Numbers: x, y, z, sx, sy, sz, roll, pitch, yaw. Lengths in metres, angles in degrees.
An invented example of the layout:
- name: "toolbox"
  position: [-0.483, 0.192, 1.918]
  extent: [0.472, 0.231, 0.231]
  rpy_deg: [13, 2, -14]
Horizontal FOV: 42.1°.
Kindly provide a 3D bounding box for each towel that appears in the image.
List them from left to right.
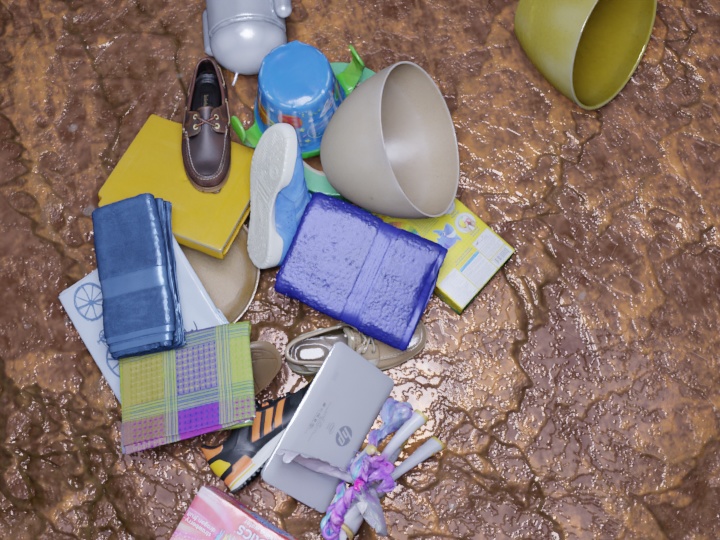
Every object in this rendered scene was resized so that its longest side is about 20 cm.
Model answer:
- name: "towel"
  position: [-0.289, 0.008, 1.216]
  extent: [0.110, 0.048, 0.202]
  rpy_deg: [-11, 84, 19]
- name: "towel"
  position: [-0.225, 0.148, 1.197]
  extent: [0.198, 0.023, 0.145]
  rpy_deg: [-16, 64, 15]
- name: "towel"
  position: [0.000, 0.000, 1.234]
  extent: [0.198, 0.050, 0.149]
  rpy_deg: [24, 88, 0]

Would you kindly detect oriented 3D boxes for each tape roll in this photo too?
- name: "tape roll"
  position: [-0.031, -0.197, 1.346]
  extent: [0.198, 0.048, 0.203]
  rpy_deg: [0, 77, 1]

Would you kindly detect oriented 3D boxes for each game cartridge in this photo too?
- name: "game cartridge"
  position: [-0.244, -0.120, 1.309]
  extent: [0.198, 0.033, 0.177]
  rpy_deg: [20, 59, 10]

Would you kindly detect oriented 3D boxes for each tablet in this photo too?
- name: "tablet"
  position: [-0.038, 0.207, 1.225]
  extent: [0.014, 0.130, 0.201]
  rpy_deg: [16, 72, 50]

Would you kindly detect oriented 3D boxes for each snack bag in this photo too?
- name: "snack bag"
  position: [-0.290, 0.057, 1.257]
  extent: [0.199, 0.021, 0.190]
  rpy_deg: [-35, 82, 12]

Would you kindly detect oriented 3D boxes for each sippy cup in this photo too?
- name: "sippy cup"
  position: [-0.084, -0.238, 1.265]
  extent: [0.138, 0.130, 0.179]
  rpy_deg: [21, 77, 5]

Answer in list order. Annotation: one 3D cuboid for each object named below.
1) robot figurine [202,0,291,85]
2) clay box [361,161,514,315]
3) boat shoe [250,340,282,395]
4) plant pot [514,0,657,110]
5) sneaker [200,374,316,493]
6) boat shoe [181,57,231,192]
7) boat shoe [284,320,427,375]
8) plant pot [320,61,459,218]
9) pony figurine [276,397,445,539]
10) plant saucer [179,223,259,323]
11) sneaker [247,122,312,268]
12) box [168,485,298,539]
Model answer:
- name: "robot figurine"
  position: [-0.167, -0.370, 1.354]
  extent: [0.169, 0.112, 0.202]
  rpy_deg: [-19, 72, 38]
- name: "clay box"
  position: [0.103, -0.048, 1.310]
  extent: [0.200, 0.048, 0.115]
  rpy_deg: [43, 80, 11]
- name: "boat shoe"
  position: [-0.195, 0.153, 1.251]
  extent: [0.199, 0.072, 0.072]
  rpy_deg: [-36, 103, 2]
- name: "plant pot"
  position: [0.304, -0.349, 1.325]
  extent: [0.142, 0.200, 0.200]
  rpy_deg: [34, 78, 35]
- name: "sneaker"
  position: [-0.125, 0.195, 1.242]
  extent: [0.090, 0.070, 0.200]
  rpy_deg: [42, 82, 8]
- name: "boat shoe"
  position: [-0.217, -0.206, 1.305]
  extent: [0.070, 0.071, 0.202]
  rpy_deg: [-4, 59, -8]
- name: "boat shoe"
  position: [-0.005, 0.103, 1.266]
  extent: [0.198, 0.065, 0.072]
  rpy_deg: [-13, 77, -3]
- name: "plant pot"
  position: [0.026, -0.158, 1.234]
  extent: [0.133, 0.200, 0.203]
  rpy_deg: [-11, 74, 34]
- name: "pony figurine"
  position: [0.009, 0.257, 1.174]
  extent: [0.166, 0.193, 0.200]
  rpy_deg: [35, 76, 32]
- name: "plant saucer"
  position: [-0.237, 0.003, 1.305]
  extent: [0.198, 0.035, 0.203]
  rpy_deg: [0, 76, 0]
- name: "sneaker"
  position: [-0.087, -0.104, 1.269]
  extent: [0.076, 0.110, 0.202]
  rpy_deg: [27, 118, 42]
- name: "box"
  position: [-0.139, 0.369, 1.188]
  extent: [0.199, 0.095, 0.103]
  rpy_deg: [31, 79, 7]
